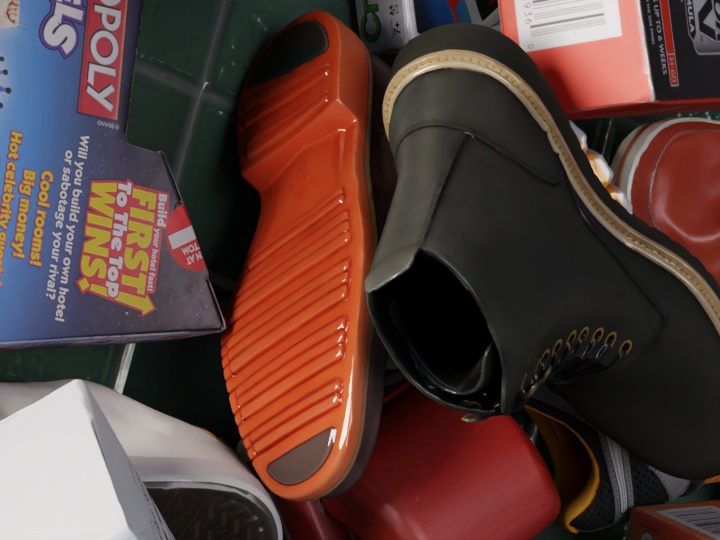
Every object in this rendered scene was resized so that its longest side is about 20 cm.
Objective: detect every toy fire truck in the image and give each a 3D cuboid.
[{"bbox_3d":[0.041,0.134,1.026,0.128,0.199,0.177,-32,107,-32],"label":"toy fire truck"}]

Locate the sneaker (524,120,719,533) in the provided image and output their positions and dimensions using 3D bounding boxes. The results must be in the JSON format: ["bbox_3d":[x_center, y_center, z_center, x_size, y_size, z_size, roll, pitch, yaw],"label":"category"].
[{"bbox_3d":[0.071,0.011,1.131,0.077,0.078,0.201,-33,101,-11],"label":"sneaker"}]

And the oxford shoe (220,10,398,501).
[{"bbox_3d":[0.000,0.000,1.042,0.072,0.071,0.201,33,44,-34],"label":"oxford shoe"}]

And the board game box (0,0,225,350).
[{"bbox_3d":[-0.134,-0.047,0.989,0.199,0.061,0.202,15,76,-37],"label":"board game box"}]

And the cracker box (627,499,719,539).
[{"bbox_3d":[0.149,0.201,1.116,0.057,0.134,0.202,-2,104,-35],"label":"cracker box"}]

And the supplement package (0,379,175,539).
[{"bbox_3d":[-0.112,0.179,0.907,0.190,0.147,0.201,-29,107,-3],"label":"supplement package"}]

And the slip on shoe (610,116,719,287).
[{"bbox_3d":[0.185,-0.006,1.162,0.199,0.061,0.075,26,75,-20],"label":"slip on shoe"}]

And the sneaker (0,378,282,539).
[{"bbox_3d":[-0.129,0.071,0.998,0.199,0.085,0.073,12,107,-16],"label":"sneaker"}]

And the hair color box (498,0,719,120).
[{"bbox_3d":[0.123,-0.110,1.124,0.200,0.061,0.102,-9,92,-59],"label":"hair color box"}]

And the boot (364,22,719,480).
[{"bbox_3d":[0.065,0.031,1.018,0.200,0.077,0.139,47,30,-22],"label":"boot"}]

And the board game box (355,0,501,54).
[{"bbox_3d":[0.047,-0.188,1.139,0.126,0.035,0.202,-9,94,-36],"label":"board game box"}]
